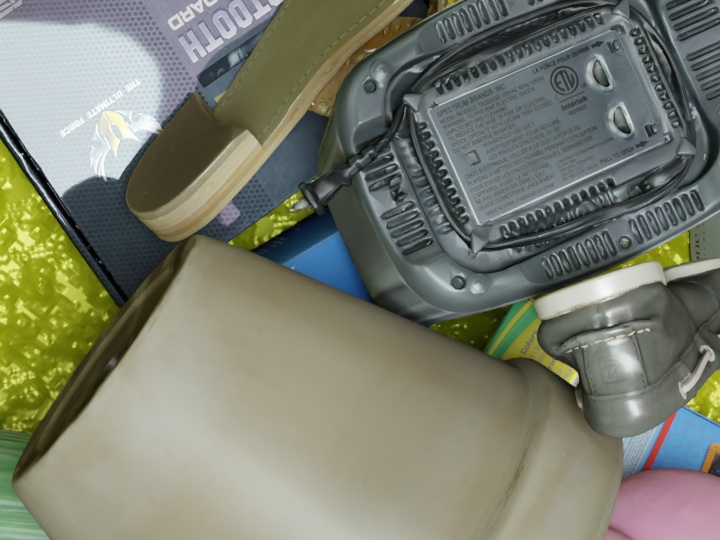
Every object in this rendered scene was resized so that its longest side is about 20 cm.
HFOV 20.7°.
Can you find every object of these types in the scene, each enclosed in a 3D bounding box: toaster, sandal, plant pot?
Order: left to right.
[{"bbox_3d":[-0.028,0.082,0.741,0.173,0.200,0.201,38,86,-10],"label":"plant pot"},{"bbox_3d":[-0.007,-0.083,0.862,0.212,0.078,0.070,-45,125,1],"label":"sandal"},{"bbox_3d":[0.062,-0.045,0.776,0.199,0.129,0.114,-25,86,-10],"label":"toaster"}]

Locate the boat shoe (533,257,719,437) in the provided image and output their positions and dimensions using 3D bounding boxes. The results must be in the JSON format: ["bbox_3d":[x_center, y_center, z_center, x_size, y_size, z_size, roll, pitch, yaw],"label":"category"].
[{"bbox_3d":[0.112,0.029,0.764,0.066,0.200,0.058,-17,85,19],"label":"boat shoe"}]

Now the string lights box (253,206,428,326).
[{"bbox_3d":[0.000,0.000,0.890,0.199,0.103,0.059,-30,99,-9],"label":"string lights box"}]

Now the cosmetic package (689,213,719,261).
[{"bbox_3d":[0.222,-0.007,0.905,0.071,0.200,0.102,-7,98,-13],"label":"cosmetic package"}]

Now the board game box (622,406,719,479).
[{"bbox_3d":[0.167,0.154,0.994,0.199,0.037,0.152,27,89,-14],"label":"board game box"}]

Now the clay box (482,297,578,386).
[{"bbox_3d":[0.058,0.084,0.908,0.047,0.115,0.201,30,92,10],"label":"clay box"}]

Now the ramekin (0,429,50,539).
[{"bbox_3d":[-0.162,0.160,0.828,0.097,0.200,0.202,7,95,-29],"label":"ramekin"}]

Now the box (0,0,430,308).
[{"bbox_3d":[-0.073,-0.103,0.895,0.199,0.051,0.158,-35,104,-9],"label":"box"}]

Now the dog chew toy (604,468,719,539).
[{"bbox_3d":[0.107,0.162,0.876,0.199,0.124,0.126,-12,100,-37],"label":"dog chew toy"}]
